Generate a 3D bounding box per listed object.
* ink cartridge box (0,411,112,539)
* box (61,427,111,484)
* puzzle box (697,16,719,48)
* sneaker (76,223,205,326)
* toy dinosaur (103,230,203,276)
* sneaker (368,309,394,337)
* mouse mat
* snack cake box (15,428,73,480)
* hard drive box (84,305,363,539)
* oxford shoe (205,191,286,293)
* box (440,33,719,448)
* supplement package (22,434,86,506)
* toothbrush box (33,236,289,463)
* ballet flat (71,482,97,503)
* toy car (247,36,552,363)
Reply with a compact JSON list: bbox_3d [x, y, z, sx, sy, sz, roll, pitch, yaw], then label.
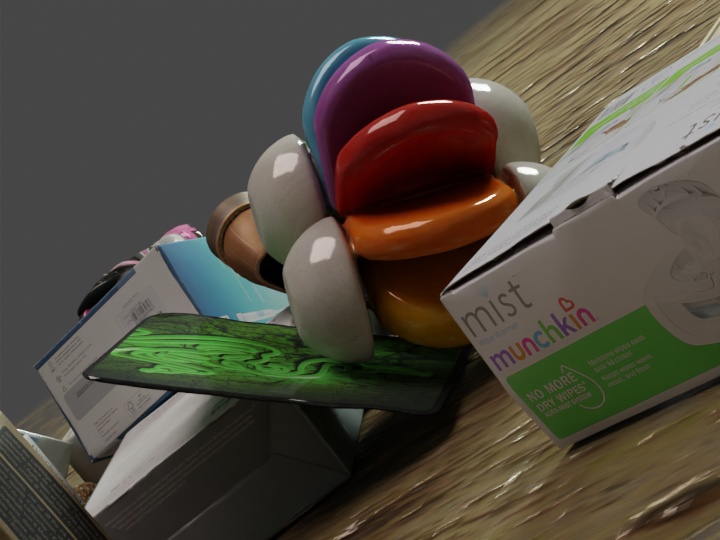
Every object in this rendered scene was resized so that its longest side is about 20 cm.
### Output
[{"bbox_3d":[-0.217,0.196,1.150,0.199,0.165,0.075,-35,8,27],"label":"ink cartridge box"},{"bbox_3d":[-0.142,0.100,1.722,0.199,0.069,0.082,-36,9,22],"label":"box"},{"bbox_3d":[0.286,-0.180,1.442,0.133,0.025,0.200,-35,9,35],"label":"puzzle box"},{"bbox_3d":[-0.183,0.033,1.622,0.086,0.081,0.200,-28,-14,-38],"label":"sneaker"},{"bbox_3d":[-0.152,0.052,1.886,0.199,0.106,0.181,-25,-14,29],"label":"toy dinosaur"},{"bbox_3d":[0.070,-0.003,1.354,0.076,0.076,0.200,8,27,28],"label":"sneaker"},{"bbox_3d":[-0.043,0.051,1.219,0.198,0.008,0.161,5,12,8],"label":"mouse mat"},{"bbox_3d":[-0.287,0.189,1.719,0.200,0.067,0.116,161,123,-71],"label":"snack cake box"},{"bbox_3d":[-0.080,0.111,1.313,0.155,0.077,0.200,-38,8,11],"label":"hard drive box"},{"bbox_3d":[0.000,0.000,1.393,0.071,0.199,0.072,43,121,51],"label":"oxford shoe"},{"bbox_3d":[0.159,-0.037,0.933,0.200,0.097,0.177,-31,12,46],"label":"box"},{"bbox_3d":[-0.227,0.203,1.320,0.119,0.122,0.200,-39,8,7],"label":"supplement package"},{"bbox_3d":[-0.103,0.046,1.506,0.146,0.086,0.199,-42,-17,30],"label":"toothbrush box"},{"bbox_3d":[-0.226,0.224,1.487,0.065,0.071,0.200,6,42,42],"label":"ballet flat"},{"bbox_3d":[0.026,-0.056,1.222,0.174,0.151,0.201,-18,41,-6],"label":"toy car"}]
